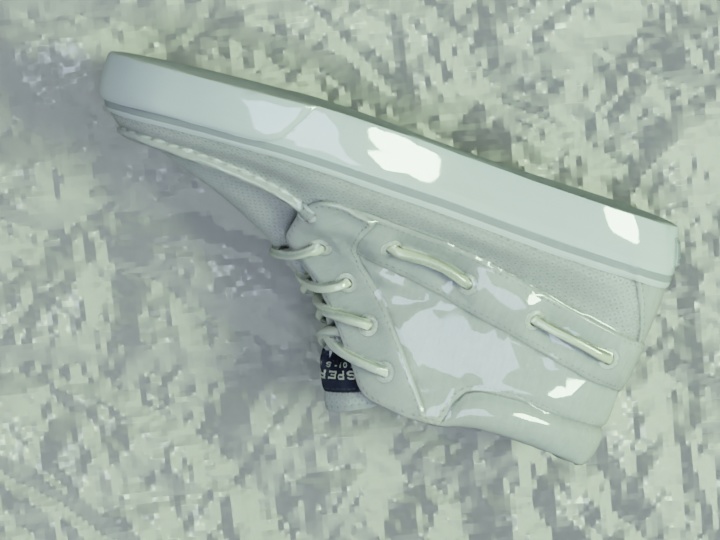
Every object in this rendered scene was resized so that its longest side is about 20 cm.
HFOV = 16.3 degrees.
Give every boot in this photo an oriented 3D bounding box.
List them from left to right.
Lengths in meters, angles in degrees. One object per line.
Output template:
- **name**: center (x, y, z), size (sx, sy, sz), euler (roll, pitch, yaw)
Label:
- **boot**: center (0.000, 0.000, 0.816), size (0.199, 0.074, 0.096), euler (19, 95, -5)
